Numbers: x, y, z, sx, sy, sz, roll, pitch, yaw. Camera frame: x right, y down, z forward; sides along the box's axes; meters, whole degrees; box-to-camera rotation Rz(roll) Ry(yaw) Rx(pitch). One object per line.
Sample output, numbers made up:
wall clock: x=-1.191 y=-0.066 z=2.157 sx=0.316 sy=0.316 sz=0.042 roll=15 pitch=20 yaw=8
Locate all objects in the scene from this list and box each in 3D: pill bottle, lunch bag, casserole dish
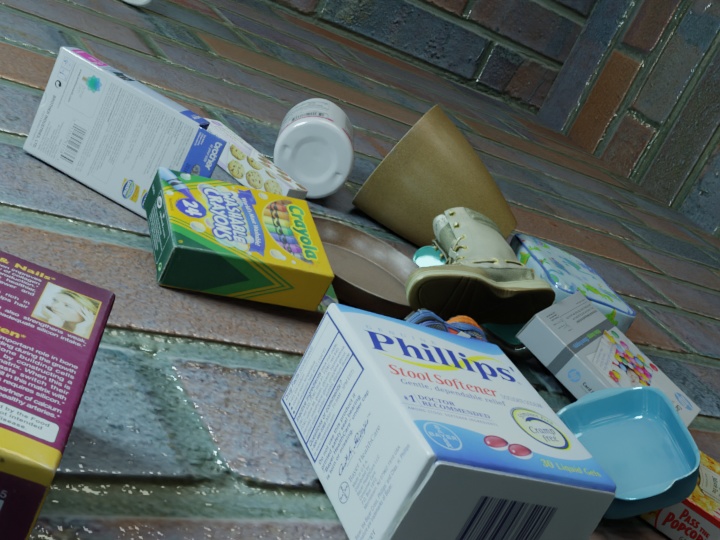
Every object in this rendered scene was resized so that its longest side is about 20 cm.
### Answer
pill bottle: x=-0.065 y=-0.186 z=1.426 sx=0.113 sy=0.114 sz=0.200 roll=24 pitch=19 yaw=-9
lunch bag: x=0.290 y=0.033 z=1.388 sx=0.160 sy=0.083 sz=0.200 roll=20 pitch=20 yaw=-20
casserole dish: x=0.254 y=0.175 z=0.940 sx=0.120 sy=0.039 sz=0.200 roll=-17 pitch=20 yaw=7

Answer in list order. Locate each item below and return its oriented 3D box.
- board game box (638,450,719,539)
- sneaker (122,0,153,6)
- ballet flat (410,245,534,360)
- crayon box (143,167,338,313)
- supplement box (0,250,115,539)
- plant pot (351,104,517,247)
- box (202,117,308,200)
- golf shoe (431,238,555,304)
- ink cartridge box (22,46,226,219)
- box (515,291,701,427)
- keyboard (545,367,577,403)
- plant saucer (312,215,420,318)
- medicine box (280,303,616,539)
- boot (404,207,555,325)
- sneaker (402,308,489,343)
board game box: x=0.379 y=0.259 z=0.960 sx=0.199 sy=0.047 sz=0.151 roll=34 pitch=20 yaw=19
sneaker: x=-0.487 y=-0.603 z=2.041 sx=0.199 sy=0.076 sz=0.088 roll=35 pitch=8 yaw=25
ballet flat: x=0.141 y=0.044 z=1.206 sx=0.200 sy=0.067 sz=0.064 roll=39 pitch=-6 yaw=29
crayon box: x=-0.108 y=-0.028 z=0.979 sx=0.198 sy=0.052 sz=0.126 roll=12 pitch=35 yaw=-29
supplement box: x=-0.222 y=0.070 z=0.530 sx=0.130 sy=0.104 sz=0.200 roll=22 pitch=20 yaw=-13
plant pot: x=0.122 y=-0.101 z=1.398 sx=0.200 sy=0.187 sz=0.186 roll=41 pitch=19 yaw=1
box: x=-0.150 y=-0.139 z=1.299 sx=0.200 sy=0.042 sz=0.039 roll=40 pitch=22 yaw=31
golf shoe: x=0.161 y=0.013 z=1.251 sx=0.097 sy=0.079 sz=0.200 roll=26 pitch=4 yaw=-37
ink cartridge box: x=-0.243 y=-0.134 z=1.025 sx=0.199 sy=0.120 sz=0.042 roll=29 pitch=16 yaw=5
box: x=0.285 y=0.118 z=1.113 sx=0.200 sy=0.041 sz=0.155 roll=48 pitch=29 yaw=16
keyboard: x=0.282 y=0.135 z=1.171 sx=0.103 sy=0.040 sz=0.200 roll=19 pitch=21 yaw=-22
plant saucer: x=0.000 y=0.000 z=1.145 sx=0.199 sy=0.035 sz=0.201 roll=25 pitch=18 yaw=-9
medicine box: x=0.062 y=0.133 z=0.761 sx=0.181 sy=0.104 sz=0.200 roll=16 pitch=22 yaw=-31
boot: x=0.113 y=-0.010 z=1.134 sx=0.198 sy=0.072 sz=0.155 roll=4 pitch=38 yaw=-32
sneaker: x=0.085 y=0.088 z=0.969 sx=0.078 sy=0.076 sz=0.199 roll=41 pitch=24 yaw=29
